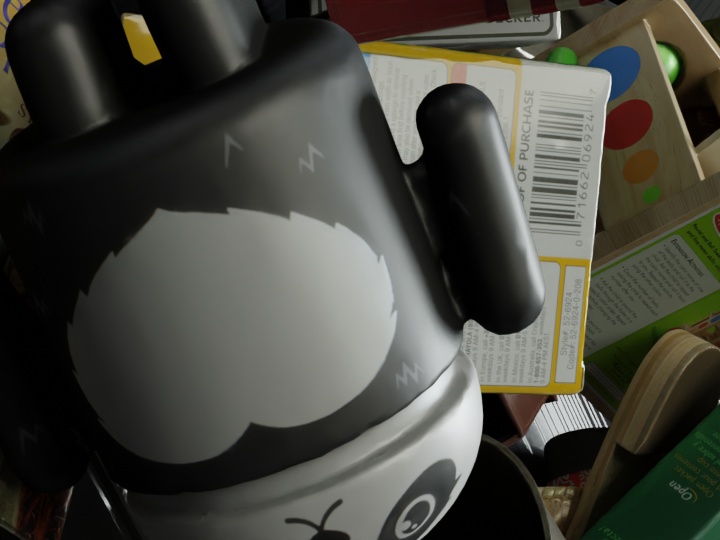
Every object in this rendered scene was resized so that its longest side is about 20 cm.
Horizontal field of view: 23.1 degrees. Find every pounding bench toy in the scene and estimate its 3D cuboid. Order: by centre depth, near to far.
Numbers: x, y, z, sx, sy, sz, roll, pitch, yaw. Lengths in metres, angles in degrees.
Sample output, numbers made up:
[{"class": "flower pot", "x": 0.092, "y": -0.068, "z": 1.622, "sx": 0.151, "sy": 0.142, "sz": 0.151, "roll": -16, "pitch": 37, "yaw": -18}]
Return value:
[{"class": "pounding bench toy", "x": 0.116, "y": -0.054, "z": 0.830, "sx": 0.200, "sy": 0.124, "sz": 0.157, "roll": 41, "pitch": 29, "yaw": -41}]

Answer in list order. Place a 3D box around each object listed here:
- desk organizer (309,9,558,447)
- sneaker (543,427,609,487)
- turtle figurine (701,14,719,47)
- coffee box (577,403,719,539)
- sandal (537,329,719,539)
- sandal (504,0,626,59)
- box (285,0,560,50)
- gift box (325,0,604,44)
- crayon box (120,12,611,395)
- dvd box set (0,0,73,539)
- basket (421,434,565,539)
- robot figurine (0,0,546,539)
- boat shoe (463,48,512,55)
[{"class": "desk organizer", "x": 0.000, "y": 0.000, "z": 0.739, "sx": 0.201, "sy": 0.071, "sz": 0.077, "roll": 62, "pitch": 37, "yaw": -18}, {"class": "sneaker", "x": 0.164, "y": 0.156, "z": 0.923, "sx": 0.201, "sy": 0.067, "sz": 0.109, "roll": 23, "pitch": 59, "yaw": -46}, {"class": "turtle figurine", "x": 0.234, "y": -0.136, "z": 1.063, "sx": 0.065, "sy": 0.160, "sz": 0.201, "roll": 51, "pitch": 40, "yaw": -30}, {"class": "coffee box", "x": 0.177, "y": 0.113, "z": 0.802, "sx": 0.200, "sy": 0.044, "sz": 0.123, "roll": -40, "pitch": 139, "yaw": -15}, {"class": "sandal", "x": 0.090, "y": 0.117, "z": 0.816, "sx": 0.077, "sy": 0.069, "sz": 0.213, "roll": 29, "pitch": 90, "yaw": -52}, {"class": "sandal", "x": 0.123, "y": -0.138, "z": 0.983, "sx": 0.199, "sy": 0.054, "sz": 0.082, "roll": 12, "pitch": 51, "yaw": -51}, {"class": "box", "x": 0.023, "y": -0.198, "z": 0.772, "sx": 0.060, "sy": 0.115, "sz": 0.202, "roll": -163, "pitch": -112, "yaw": -77}, {"class": "gift box", "x": 0.056, "y": -0.198, "z": 0.638, "sx": 0.187, "sy": 0.198, "sz": 0.186, "roll": -51, "pitch": 134, "yaw": -60}, {"class": "crayon box", "x": -0.007, "y": -0.022, "z": 0.651, "sx": 0.198, "sy": 0.051, "sz": 0.127, "roll": 3, "pitch": 94, "yaw": -28}, {"class": "dvd box set", "x": -0.134, "y": -0.023, "z": 0.584, "sx": 0.146, "sy": 0.029, "sz": 0.201, "roll": 43, "pitch": 44, "yaw": -38}, {"class": "basket", "x": 0.054, "y": 0.190, "z": 0.687, "sx": 0.200, "sy": 0.135, "sz": 0.181, "roll": 47, "pitch": 57, "yaw": -41}, {"class": "robot figurine", "x": -0.038, "y": 0.002, "z": 0.537, "sx": 0.125, "sy": 0.149, "sz": 0.201, "roll": -37, "pitch": 113, "yaw": -42}, {"class": "boat shoe", "x": 0.022, "y": -0.183, "z": 0.845, "sx": 0.200, "sy": 0.073, "sz": 0.076, "roll": 54, "pitch": 38, "yaw": -28}]
